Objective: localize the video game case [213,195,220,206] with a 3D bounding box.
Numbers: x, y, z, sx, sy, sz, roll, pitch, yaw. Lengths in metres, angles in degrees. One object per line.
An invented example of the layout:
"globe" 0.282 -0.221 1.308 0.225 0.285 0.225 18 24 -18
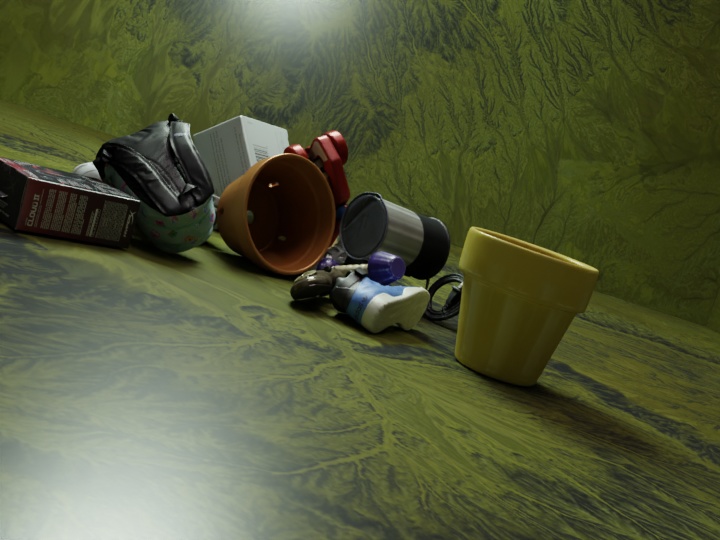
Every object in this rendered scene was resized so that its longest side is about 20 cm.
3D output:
"video game case" -0.331 -0.153 1.601 0.198 0.018 0.142 23 -3 -39

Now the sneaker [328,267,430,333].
"sneaker" 0.026 0.040 1.387 0.110 0.078 0.199 32 19 24

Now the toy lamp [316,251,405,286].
"toy lamp" 0.000 0.000 1.484 0.057 0.060 0.198 12 -11 -37

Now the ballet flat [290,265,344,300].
"ballet flat" -0.065 0.015 1.387 0.066 0.047 0.200 -16 -4 15

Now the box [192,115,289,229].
"box" -0.230 -0.194 1.872 0.128 0.204 0.199 -16 -7 23

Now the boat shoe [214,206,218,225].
"boat shoe" -0.310 -0.104 1.554 0.072 0.076 0.199 49 15 14

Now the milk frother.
"milk frother" 0.084 -0.020 1.575 0.198 0.185 0.186 16 0 44

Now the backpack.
"backpack" -0.305 -0.130 1.406 0.165 0.128 0.200 -31 60 -22

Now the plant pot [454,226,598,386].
"plant pot" 0.225 0.057 1.312 0.196 0.193 0.201 18 7 -2

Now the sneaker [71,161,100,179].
"sneaker" -0.425 -0.141 1.614 0.196 0.077 0.115 20 4 -18

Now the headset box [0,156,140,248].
"headset box" -0.440 -0.100 1.278 0.147 0.077 0.198 24 9 42

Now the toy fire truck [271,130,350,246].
"toy fire truck" -0.071 -0.149 1.661 0.111 0.170 0.200 -23 -14 -30

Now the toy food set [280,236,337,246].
"toy food set" -0.116 -0.096 1.796 0.197 0.048 0.203 12 47 -58

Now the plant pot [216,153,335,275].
"plant pot" -0.160 -0.094 1.561 0.197 0.205 0.138 11 -8 -42

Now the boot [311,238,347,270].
"boot" -0.045 -0.031 1.659 0.196 0.098 0.073 14 8 -30
